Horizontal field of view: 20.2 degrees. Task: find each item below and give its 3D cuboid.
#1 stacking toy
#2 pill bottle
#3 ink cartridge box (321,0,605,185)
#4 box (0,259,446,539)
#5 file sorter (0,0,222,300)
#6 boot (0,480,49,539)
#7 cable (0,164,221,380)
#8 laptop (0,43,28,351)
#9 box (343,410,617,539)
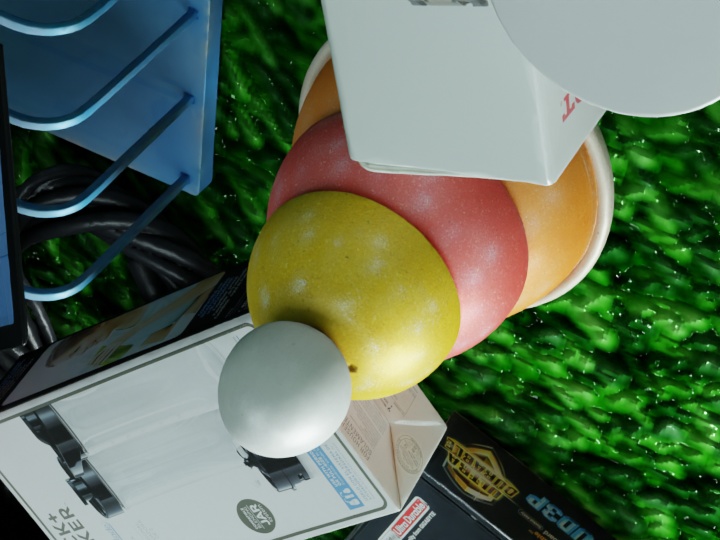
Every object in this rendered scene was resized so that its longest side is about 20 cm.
[{"bbox_3d":[0.000,0.000,0.791,0.145,0.200,0.147,18,132,22],"label":"stacking toy"},{"bbox_3d":[0.116,-0.132,0.608,0.112,0.200,0.113,18,132,21],"label":"pill bottle"},{"bbox_3d":[0.046,-0.150,0.681,0.083,0.145,0.201,8,128,27],"label":"ink cartridge box"},{"bbox_3d":[-0.074,0.073,0.927,0.199,0.060,0.117,-20,114,37],"label":"box"},{"bbox_3d":[-0.146,-0.109,0.861,0.138,0.123,0.201,23,133,17],"label":"file sorter"},{"bbox_3d":[-0.253,0.176,1.187,0.209,0.080,0.159,10,136,14],"label":"boot"},{"bbox_3d":[-0.120,0.040,1.002,0.162,0.051,0.201,7,126,30],"label":"cable"},{"bbox_3d":[-0.234,-0.057,0.793,0.176,0.104,0.200,-13,134,38],"label":"laptop"},{"bbox_3d":[0.057,0.180,1.006,0.159,0.046,0.200,39,137,2],"label":"box"}]
